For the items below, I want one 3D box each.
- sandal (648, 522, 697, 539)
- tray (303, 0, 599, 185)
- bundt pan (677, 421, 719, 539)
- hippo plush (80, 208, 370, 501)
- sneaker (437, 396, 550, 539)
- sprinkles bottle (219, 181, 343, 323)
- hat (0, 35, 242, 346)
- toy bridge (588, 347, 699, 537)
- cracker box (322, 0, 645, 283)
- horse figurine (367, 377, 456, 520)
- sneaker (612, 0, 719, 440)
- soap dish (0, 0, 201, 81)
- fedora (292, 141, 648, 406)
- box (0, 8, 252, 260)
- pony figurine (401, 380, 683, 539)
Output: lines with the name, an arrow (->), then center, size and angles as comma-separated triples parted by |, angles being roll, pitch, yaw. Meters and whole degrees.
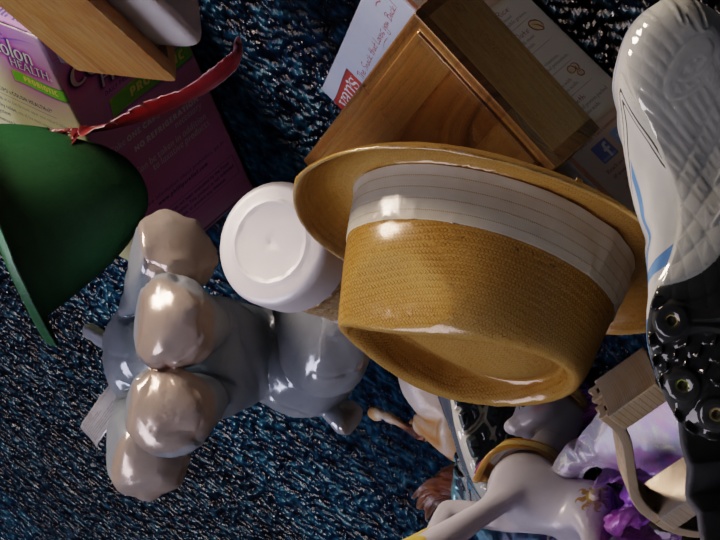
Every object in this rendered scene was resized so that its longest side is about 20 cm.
sandal -> 0.217, 0.221, 1.503 | 0.200, 0.054, 0.080 | 42, 156, 16
tray -> 0.040, -0.062, 1.251 | 0.099, 0.037, 0.200 | 47, 155, 2
bundt pan -> 0.221, 0.065, 1.129 | 0.202, 0.076, 0.202 | -178, 90, -70
hippo plush -> -0.071, 0.067, 1.511 | 0.200, 0.161, 0.159 | 123, 149, -56
sneaker -> 0.083, 0.130, 1.541 | 0.086, 0.078, 0.200 | 5, 136, 41
sprinkles bottle -> 0.000, 0.000, 1.402 | 0.068, 0.068, 0.200 | 35, -171, 29
hat -> -0.143, -0.059, 1.532 | 0.200, 0.176, 0.166 | -125, 13, -67
toy bridge -> 0.176, 0.106, 1.284 | 0.200, 0.067, 0.027 | 35, -154, -43
cracker box -> 0.079, -0.070, 1.287 | 0.200, 0.058, 0.134 | 45, 156, 7
horse figurine -> 0.036, 0.072, 1.598 | 0.133, 0.050, 0.200 | 12, 132, 58
sneaker -> 0.157, -0.024, 1.126 | 0.072, 0.072, 0.200 | 14, -110, -78
soap dish -> -0.161, -0.201, 1.328 | 0.200, 0.081, 0.157 | 42, -144, -64
fedora -> 0.056, 0.012, 1.203 | 0.201, 0.082, 0.201 | 15, 157, 7
box -> -0.189, -0.124, 1.636 | 0.176, 0.097, 0.200 | 25, 148, 44
pony figurine -> 0.127, 0.133, 1.399 | 0.193, 0.200, 0.167 | 19, 140, 23
